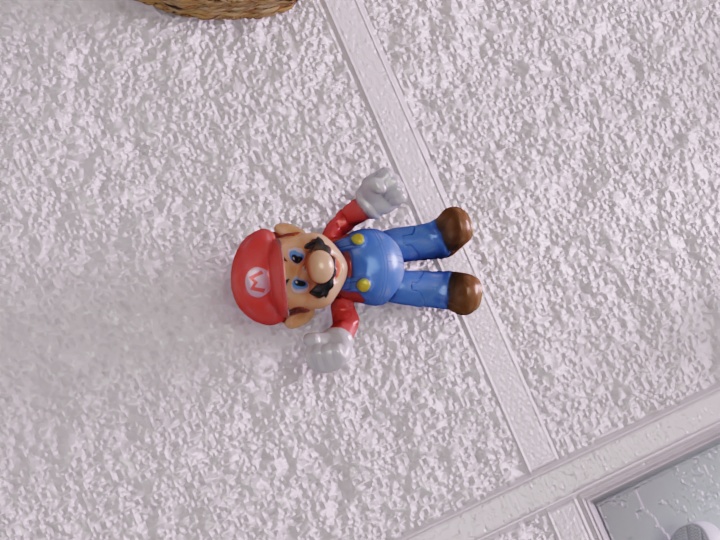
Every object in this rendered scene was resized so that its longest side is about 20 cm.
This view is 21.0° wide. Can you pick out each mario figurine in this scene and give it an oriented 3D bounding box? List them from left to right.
[{"bbox_3d":[0.000,0.000,1.445,0.199,0.106,0.124,-6,46,-26],"label":"mario figurine"}]

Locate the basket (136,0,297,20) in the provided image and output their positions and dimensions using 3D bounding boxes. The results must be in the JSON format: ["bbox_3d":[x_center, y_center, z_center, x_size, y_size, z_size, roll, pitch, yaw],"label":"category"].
[{"bbox_3d":[-0.117,-0.275,1.445,0.198,0.149,0.144,13,75,-15],"label":"basket"}]

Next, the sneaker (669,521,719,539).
[{"bbox_3d":[0.281,0.294,1.503,0.070,0.073,0.202,0,81,-39],"label":"sneaker"}]
